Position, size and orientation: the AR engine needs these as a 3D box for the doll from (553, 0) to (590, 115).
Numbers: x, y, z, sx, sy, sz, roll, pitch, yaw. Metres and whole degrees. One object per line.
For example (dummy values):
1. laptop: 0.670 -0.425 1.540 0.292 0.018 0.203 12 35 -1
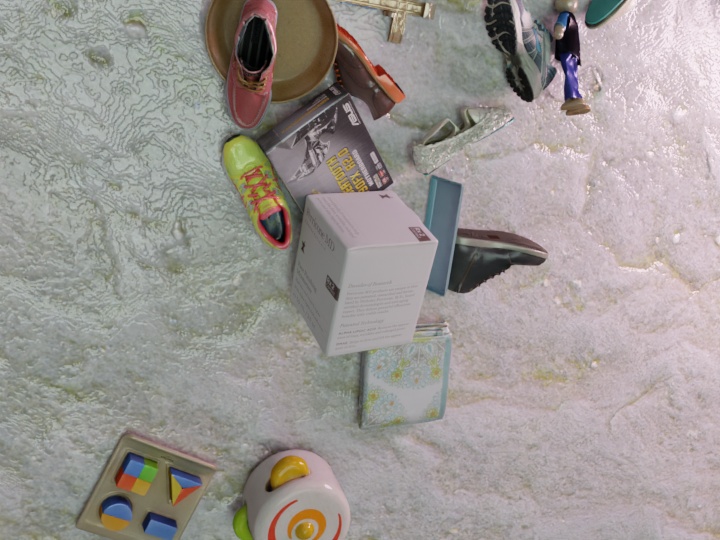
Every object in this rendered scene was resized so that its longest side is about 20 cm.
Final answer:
1. doll: 0.349 -0.365 1.407 0.048 0.136 0.204 -7 84 24

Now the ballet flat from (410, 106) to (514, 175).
1. ballet flat: 0.169 -0.234 1.409 0.198 0.072 0.072 -33 117 -8

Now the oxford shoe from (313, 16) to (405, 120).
1. oxford shoe: -0.018 -0.317 1.312 0.072 0.071 0.200 -42 111 15

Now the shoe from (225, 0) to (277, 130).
1. shoe: -0.159 -0.286 1.214 0.070 0.091 0.203 9 121 -7

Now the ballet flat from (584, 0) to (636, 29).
1. ballet flat: 0.458 -0.484 1.428 0.069 0.069 0.201 31 97 -26

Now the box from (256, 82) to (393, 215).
1. box: -0.052 -0.171 1.332 0.157 0.048 0.201 -36 134 -5

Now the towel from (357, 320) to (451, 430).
1. towel: 0.081 0.192 1.547 0.168 0.048 0.204 -3 110 -16

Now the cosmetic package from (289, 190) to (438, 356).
1. cosmetic package: 0.000 0.000 1.345 0.163 0.165 0.203 -7 126 -27

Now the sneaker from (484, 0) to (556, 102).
1. sneaker: 0.271 -0.388 1.398 0.086 0.077 0.202 -37 125 -17

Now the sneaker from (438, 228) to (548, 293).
1. sneaker: 0.237 -0.011 1.520 0.196 0.075 0.108 8 111 -12

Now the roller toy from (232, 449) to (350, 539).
1. roller toy: -0.113 0.430 1.509 0.181 0.140 0.202 25 99 -26

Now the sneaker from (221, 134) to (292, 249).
1. sneaker: -0.152 -0.120 1.322 0.077 0.090 0.202 -28 115 -6

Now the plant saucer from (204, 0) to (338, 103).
1. plant saucer: -0.131 -0.351 1.250 0.196 0.036 0.203 -1 121 -1

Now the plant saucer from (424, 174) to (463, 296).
1. plant saucer: 0.140 -0.060 1.467 0.019 0.069 0.204 -10 115 -45

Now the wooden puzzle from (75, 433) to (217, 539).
1. wooden puzzle: -0.368 0.398 1.458 0.184 0.046 0.202 27 98 -26

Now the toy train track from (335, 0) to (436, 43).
1. toy train track: 0.030 -0.419 1.311 0.197 0.033 0.117 4 108 -20
